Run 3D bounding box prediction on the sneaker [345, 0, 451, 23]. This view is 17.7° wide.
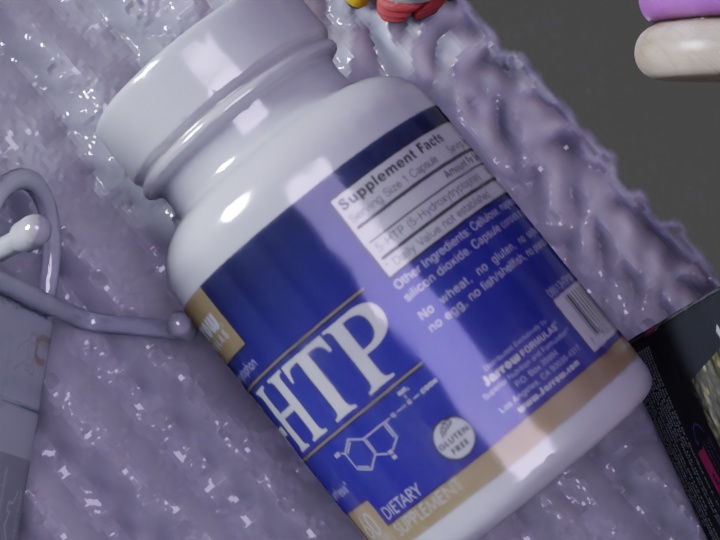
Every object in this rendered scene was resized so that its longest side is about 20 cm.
[{"bbox_3d":[-0.022,-0.191,0.887,0.078,0.082,0.200,-41,86,-11],"label":"sneaker"}]

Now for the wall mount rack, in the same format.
[{"bbox_3d":[-0.115,0.058,0.790,0.074,0.174,0.201,5,80,18],"label":"wall mount rack"}]

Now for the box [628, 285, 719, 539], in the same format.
[{"bbox_3d":[0.183,0.037,0.811,0.122,0.200,0.106,-24,84,-10],"label":"box"}]

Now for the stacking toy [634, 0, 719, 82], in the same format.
[{"bbox_3d":[0.146,-0.173,0.883,0.085,0.085,0.201,-1,93,-6],"label":"stacking toy"}]

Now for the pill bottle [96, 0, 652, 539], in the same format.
[{"bbox_3d":[0.000,0.000,0.839,0.120,0.120,0.200,-38,86,-11],"label":"pill bottle"}]
